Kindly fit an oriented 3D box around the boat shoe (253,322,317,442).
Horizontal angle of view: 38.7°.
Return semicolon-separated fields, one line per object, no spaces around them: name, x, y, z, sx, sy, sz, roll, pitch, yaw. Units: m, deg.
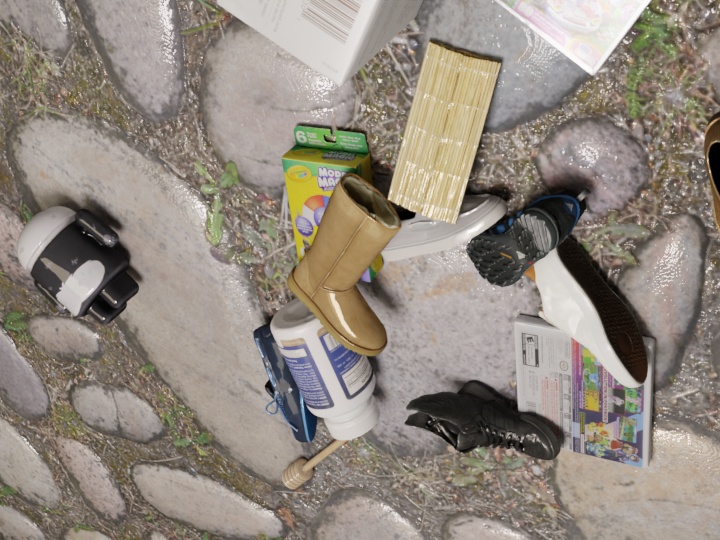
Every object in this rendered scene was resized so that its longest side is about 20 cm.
boat shoe;-0.114;0.169;1.574;0.067;0.084;0.203;-8;104;14

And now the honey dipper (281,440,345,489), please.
honey dipper;-0.063;0.299;1.657;0.038;0.038;0.200;44;132;-3

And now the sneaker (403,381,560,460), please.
sneaker;0.164;0.219;1.393;0.199;0.104;0.061;32;138;30

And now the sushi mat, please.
sushi mat;0.096;-0.160;1.208;0.095;0.012;0.203;22;113;18

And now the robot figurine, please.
robot figurine;-0.447;-0.010;1.622;0.200;0.151;0.125;42;170;-2

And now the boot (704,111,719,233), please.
boot;0.402;-0.062;1.086;0.073;0.076;0.202;-10;116;34

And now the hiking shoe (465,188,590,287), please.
hiking shoe;0.200;-0.037;1.230;0.075;0.086;0.200;58;155;-2

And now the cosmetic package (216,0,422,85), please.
cosmetic package;-0.017;-0.335;1.066;0.165;0.200;0.168;33;133;6

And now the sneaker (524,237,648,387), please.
sneaker;0.275;0.060;1.255;0.084;0.072;0.202;-36;85;47

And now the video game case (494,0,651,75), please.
video game case;0.239;-0.317;1.045;0.143;0.018;0.201;38;133;4

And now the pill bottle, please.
pill bottle;-0.044;0.139;1.480;0.110;0.111;0.202;-7;117;35

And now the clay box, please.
clay box;-0.038;-0.088;1.360;0.113;0.048;0.203;9;127;26

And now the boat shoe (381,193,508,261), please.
boat shoe;0.092;-0.069;1.285;0.198;0.072;0.069;-13;115;47

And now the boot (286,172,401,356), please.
boot;0.000;0.000;1.322;0.174;0.066;0.201;38;134;3

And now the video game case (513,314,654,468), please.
video game case;0.293;0.159;1.346;0.180;0.023;0.203;10;125;27
